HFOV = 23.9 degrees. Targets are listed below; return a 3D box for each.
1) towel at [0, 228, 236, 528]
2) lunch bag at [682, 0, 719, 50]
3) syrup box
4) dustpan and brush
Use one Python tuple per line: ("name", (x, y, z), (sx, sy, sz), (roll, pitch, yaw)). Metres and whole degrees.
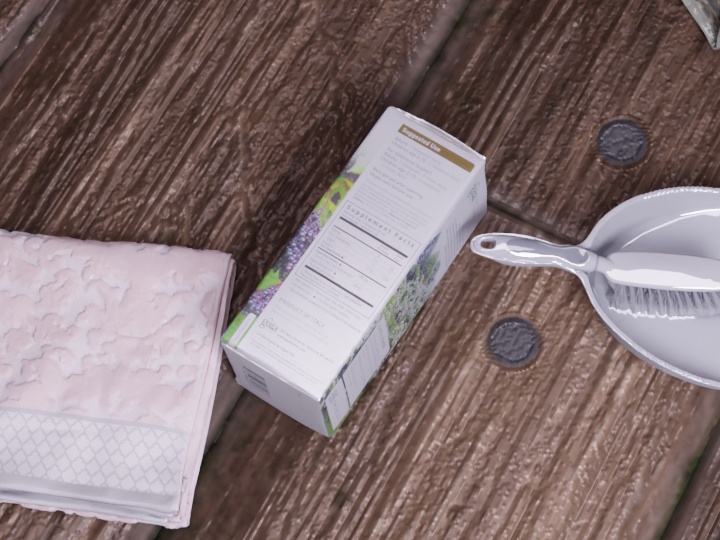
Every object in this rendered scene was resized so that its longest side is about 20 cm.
("towel", (-0.194, 0.066, 1.134), (0.199, 0.032, 0.192), (6, 68, 6))
("lunch bag", (0.296, -0.264, 1.143), (0.163, 0.200, 0.118), (-27, 68, -8))
("syrup box", (0.000, 0.000, 1.120), (0.081, 0.079, 0.200), (30, 73, 15))
("dustpan and brush", (0.171, 0.001, 1.117), (0.199, 0.057, 0.140), (5, 68, 6))
